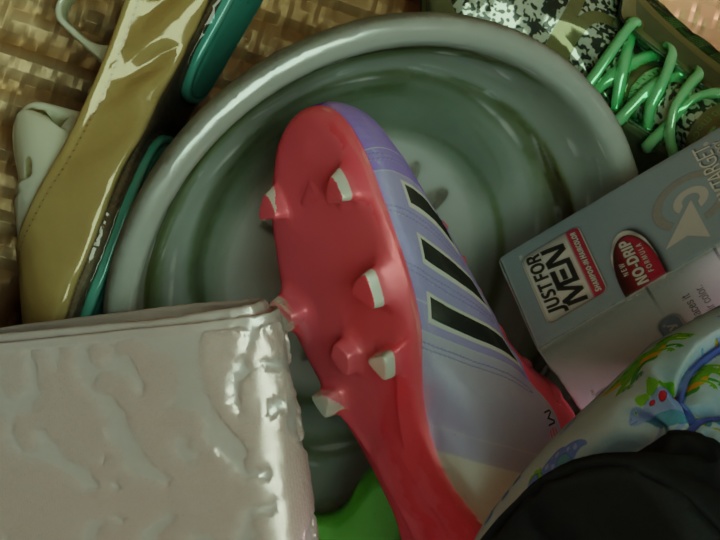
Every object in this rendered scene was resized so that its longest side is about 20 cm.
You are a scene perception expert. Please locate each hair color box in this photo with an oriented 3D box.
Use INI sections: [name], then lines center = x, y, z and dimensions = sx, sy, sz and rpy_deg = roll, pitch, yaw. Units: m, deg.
[hair color box]
center = 0.159, -0.007, 0.983
dimensions = 0.199, 0.061, 0.099
rpy_deg = -31, 124, 7

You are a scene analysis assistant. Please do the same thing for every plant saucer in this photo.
[plant saucer]
center = 0.000, 0.000, 1.008
dimensions = 0.199, 0.050, 0.201
rpy_deg = -11, 119, -21

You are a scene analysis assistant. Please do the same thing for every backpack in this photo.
[backpack]
center = 0.115, 0.078, 0.873
dimensions = 0.199, 0.163, 0.154
rpy_deg = -10, 58, -38

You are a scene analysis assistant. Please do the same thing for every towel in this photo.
[towel]
center = -0.097, 0.116, 0.961
dimensions = 0.190, 0.032, 0.201
rpy_deg = -6, 99, 22

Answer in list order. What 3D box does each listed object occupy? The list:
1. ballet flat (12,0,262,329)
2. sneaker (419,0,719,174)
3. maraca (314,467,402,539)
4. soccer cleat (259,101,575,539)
[ballet flat]
center = -0.081, -0.059, 0.993
dimensions = 0.063, 0.069, 0.201
rpy_deg = 24, 85, 8
[sneaker]
center = 0.111, -0.058, 1.034
dimensions = 0.200, 0.089, 0.077
rpy_deg = 33, 85, -19
[maraca]
center = 0.003, 0.168, 1.009
dimensions = 0.136, 0.107, 0.201
rpy_deg = 16, 100, -1
[soccer cleat]
center = 0.030, 0.036, 0.952
dimensions = 0.076, 0.067, 0.201
rpy_deg = -25, 96, -37
